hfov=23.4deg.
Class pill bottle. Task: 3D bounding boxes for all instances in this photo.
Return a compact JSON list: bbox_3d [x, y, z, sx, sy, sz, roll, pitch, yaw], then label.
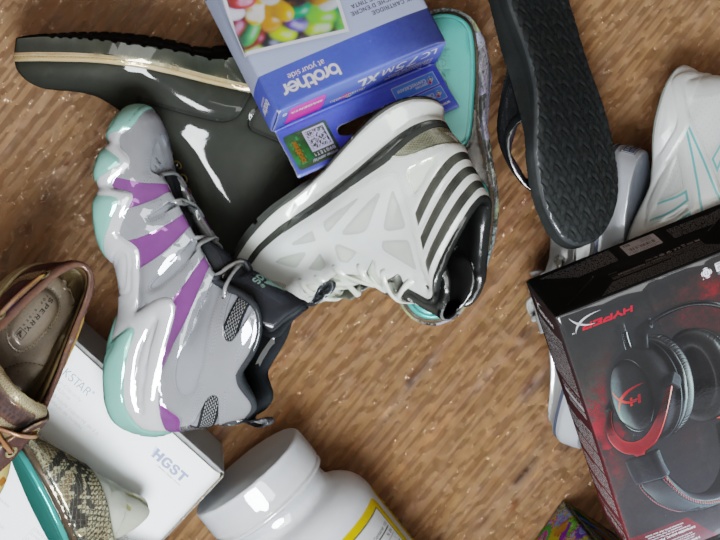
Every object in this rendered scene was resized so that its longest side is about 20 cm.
[{"bbox_3d":[-0.013,0.205,1.131,0.112,0.112,0.200,-38,99,1],"label":"pill bottle"}]

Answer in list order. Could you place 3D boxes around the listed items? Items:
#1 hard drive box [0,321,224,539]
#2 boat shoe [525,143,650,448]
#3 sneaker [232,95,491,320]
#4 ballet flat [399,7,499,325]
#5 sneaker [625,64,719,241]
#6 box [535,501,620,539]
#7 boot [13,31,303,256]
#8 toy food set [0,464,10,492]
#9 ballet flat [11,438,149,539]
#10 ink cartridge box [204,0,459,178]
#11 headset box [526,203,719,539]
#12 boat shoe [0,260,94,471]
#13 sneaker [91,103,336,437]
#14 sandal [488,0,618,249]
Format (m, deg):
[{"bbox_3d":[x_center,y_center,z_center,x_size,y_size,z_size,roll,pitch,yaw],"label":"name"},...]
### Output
[{"bbox_3d":[-0.210,0.144,1.121,0.156,0.077,0.200,44,93,-10],"label":"hard drive box"},{"bbox_3d":[0.143,0.014,1.146,0.065,0.074,0.201,11,90,22],"label":"boat shoe"},{"bbox_3d":[0.000,0.000,1.051,0.201,0.076,0.116,-45,61,28],"label":"sneaker"},{"bbox_3d":[0.055,-0.064,1.115,0.072,0.072,0.201,3,87,-6],"label":"ballet flat"},{"bbox_3d":[0.218,-0.030,1.118,0.080,0.070,0.201,13,90,21],"label":"sneaker"},{"bbox_3d":[0.194,0.272,1.116,0.192,0.200,0.122,33,94,-8],"label":"box"},{"bbox_3d":[-0.125,-0.076,1.101,0.199,0.077,0.139,8,102,-5],"label":"boot"},{"bbox_3d":[-0.319,0.121,1.014,0.200,0.049,0.198,44,77,-29],"label":"toy food set"},{"bbox_3d":[-0.157,0.182,1.068,0.075,0.068,0.201,-19,106,-25],"label":"ballet flat"},{"bbox_3d":[-0.030,-0.169,1.066,0.119,0.042,0.201,-24,81,-15],"label":"ink cartridge box"},{"bbox_3d":[0.207,0.077,1.076,0.148,0.075,0.201,-21,110,-2],"label":"headset box"},{"bbox_3d":[-0.215,0.074,1.000,0.072,0.072,0.200,44,60,-20],"label":"boat shoe"},{"bbox_3d":[-0.083,-0.002,1.039,0.139,0.078,0.201,-2,97,16],"label":"sneaker"},{"bbox_3d":[0.116,-0.104,1.107,0.075,0.048,0.201,6,66,-37],"label":"sandal"}]
